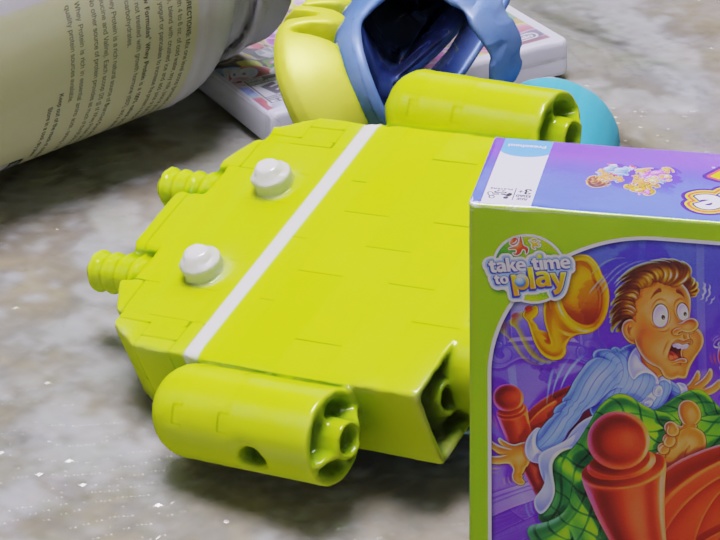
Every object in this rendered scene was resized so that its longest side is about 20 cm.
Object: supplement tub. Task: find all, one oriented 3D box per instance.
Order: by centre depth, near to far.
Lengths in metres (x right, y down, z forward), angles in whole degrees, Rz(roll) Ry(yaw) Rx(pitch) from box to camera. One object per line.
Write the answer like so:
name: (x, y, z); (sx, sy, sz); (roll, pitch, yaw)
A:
supplement tub: (-0.139, -0.116, 1.016); (0.199, 0.146, 0.145); (-24, 35, -31)

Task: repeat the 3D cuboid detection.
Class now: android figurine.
android figurine: (0.000, 0.000, 0.864); (0.199, 0.041, 0.182); (11, 48, 35)

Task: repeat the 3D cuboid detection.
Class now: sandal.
sandal: (0.022, -0.106, 1.019); (0.087, 0.080, 0.200); (-16, 33, 14)

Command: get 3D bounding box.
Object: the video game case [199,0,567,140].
video game case: (-0.022, -0.112, 1.148); (0.143, 0.018, 0.200); (-16, 31, -25)

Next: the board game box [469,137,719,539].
board game box: (0.131, 0.039, 0.732); (0.199, 0.135, 0.045); (4, 28, 12)

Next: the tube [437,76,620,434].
tube: (0.047, 0.002, 0.908); (0.077, 0.051, 0.200); (-8, 30, 22)
